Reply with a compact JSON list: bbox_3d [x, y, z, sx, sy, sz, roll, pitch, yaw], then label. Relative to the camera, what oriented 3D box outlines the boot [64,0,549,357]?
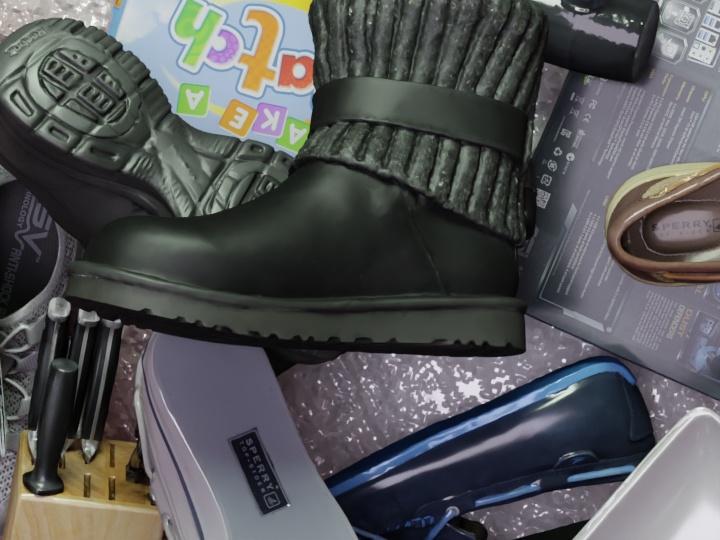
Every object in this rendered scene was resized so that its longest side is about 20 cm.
[{"bbox_3d":[-0.021,-0.047,1.244,0.210,0.079,0.159,4,84,-24],"label":"boot"}]

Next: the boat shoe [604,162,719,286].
[{"bbox_3d":[0.202,-0.029,1.278,0.199,0.072,0.073,-7,92,8],"label":"boat shoe"}]

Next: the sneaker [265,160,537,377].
[{"bbox_3d":[0.000,0.000,1.345,0.200,0.075,0.079,-41,50,24],"label":"sneaker"}]

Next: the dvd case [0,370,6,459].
[{"bbox_3d":[-0.212,-0.014,1.387,0.016,0.148,0.201,-6,93,-34],"label":"dvd case"}]

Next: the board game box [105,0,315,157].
[{"bbox_3d":[-0.023,-0.153,1.349,0.151,0.037,0.201,15,100,-19],"label":"board game box"}]

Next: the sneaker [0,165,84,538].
[{"bbox_3d":[-0.175,0.031,1.398,0.074,0.082,0.201,11,96,10],"label":"sneaker"}]

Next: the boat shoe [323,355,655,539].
[{"bbox_3d":[0.041,0.107,1.364,0.199,0.084,0.069,-24,92,13],"label":"boat shoe"}]

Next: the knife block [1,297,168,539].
[{"bbox_3d":[-0.141,0.117,1.372,0.200,0.064,0.176,-32,113,11],"label":"knife block"}]

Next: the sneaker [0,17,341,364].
[{"bbox_3d":[-0.085,-0.029,1.314,0.200,0.091,0.076,41,60,-4],"label":"sneaker"}]

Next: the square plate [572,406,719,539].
[{"bbox_3d":[0.146,0.192,1.219,0.200,0.028,0.198,43,98,4],"label":"square plate"}]

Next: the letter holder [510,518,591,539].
[{"bbox_3d":[0.077,0.206,1.325,0.199,0.101,0.143,-15,124,9],"label":"letter holder"}]

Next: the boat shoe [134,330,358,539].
[{"bbox_3d":[-0.045,0.115,1.276,0.073,0.065,0.201,-11,77,-23],"label":"boat shoe"}]

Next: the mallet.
[{"bbox_3d":[0.108,-0.150,1.245,0.066,0.200,0.041,21,57,4],"label":"mallet"}]

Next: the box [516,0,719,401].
[{"bbox_3d":[0.163,-0.050,1.346,0.157,0.051,0.201,23,97,9],"label":"box"}]
